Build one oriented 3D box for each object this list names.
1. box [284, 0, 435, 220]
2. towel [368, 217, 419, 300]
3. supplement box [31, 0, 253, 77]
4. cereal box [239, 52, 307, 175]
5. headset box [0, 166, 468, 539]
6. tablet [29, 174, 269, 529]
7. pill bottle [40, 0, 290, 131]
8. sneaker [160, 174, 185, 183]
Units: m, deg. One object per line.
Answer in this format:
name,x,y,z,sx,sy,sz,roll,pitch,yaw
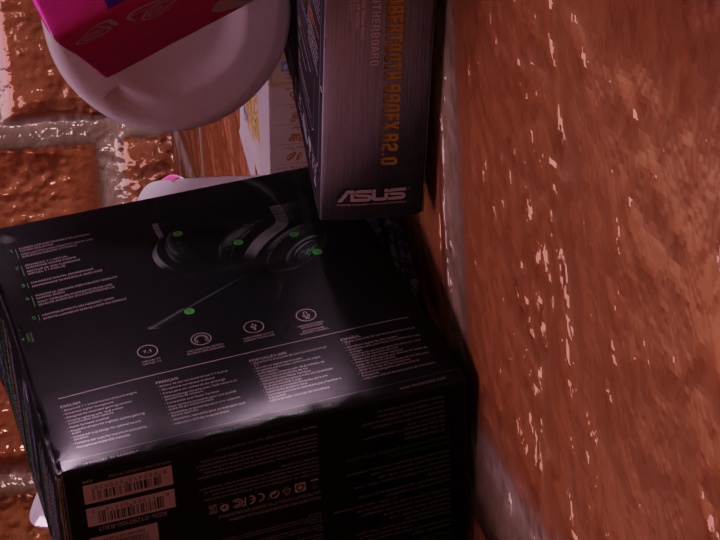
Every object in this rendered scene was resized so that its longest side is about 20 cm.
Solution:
box,-0.008,-0.146,0.895,0.201,0.048,0.159,-104,13,-49
towel,0.000,0.000,1.033,0.201,0.024,0.146,-106,12,-51
supplement box,-0.106,-0.188,0.758,0.201,0.101,0.103,62,-178,2
cereal box,-0.051,-0.131,1.246,0.144,0.039,0.201,-107,15,-52
headset box,-0.066,0.046,0.892,0.200,0.173,0.093,-122,25,-52
tablet,-0.092,0.041,1.031,0.014,0.129,0.201,43,-124,-46
pill bottle,-0.097,-0.153,0.968,0.200,0.111,0.113,-107,14,-63
sneaker,-0.045,0.028,1.097,0.082,0.088,0.201,-51,53,24
